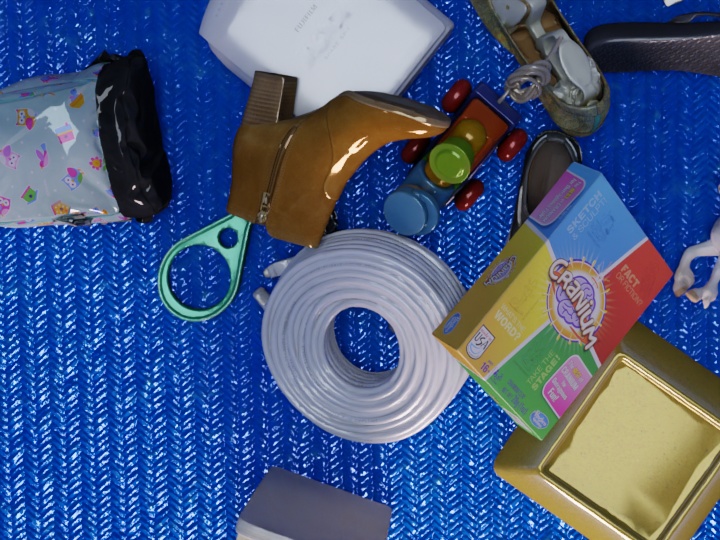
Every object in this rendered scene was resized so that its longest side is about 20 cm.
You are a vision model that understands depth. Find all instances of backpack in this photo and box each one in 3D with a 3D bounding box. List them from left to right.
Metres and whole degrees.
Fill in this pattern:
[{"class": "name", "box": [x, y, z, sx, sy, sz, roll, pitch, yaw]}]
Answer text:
[{"class": "backpack", "box": [-0.288, -0.114, 1.166, 0.198, 0.127, 0.169, -7, 97, 8]}]

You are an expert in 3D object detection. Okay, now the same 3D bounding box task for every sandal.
[{"class": "sandal", "box": [0.304, -0.213, 1.142, 0.198, 0.076, 0.043, 3, 68, 4]}]

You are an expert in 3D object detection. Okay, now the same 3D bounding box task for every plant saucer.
[{"class": "plant saucer", "box": [0.258, 0.167, 1.183, 0.199, 0.048, 0.201, 34, 95, 1]}]

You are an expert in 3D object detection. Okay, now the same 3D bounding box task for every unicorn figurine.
[{"class": "unicorn figurine", "box": [0.358, -0.014, 1.156, 0.200, 0.074, 0.138, 41, 87, -14]}]

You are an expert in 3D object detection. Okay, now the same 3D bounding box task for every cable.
[{"class": "cable", "box": [0.007, 0.060, 1.160, 0.199, 0.069, 0.201, -28, 98, 25]}]

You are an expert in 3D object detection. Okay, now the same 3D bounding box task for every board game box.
[{"class": "board game box", "box": [0.175, 0.029, 1.121, 0.200, 0.040, 0.153, -50, 126, -7]}]

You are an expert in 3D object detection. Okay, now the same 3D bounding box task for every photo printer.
[{"class": "photo printer", "box": [-0.038, -0.225, 1.165, 0.200, 0.069, 0.167, 40, 97, 1]}]

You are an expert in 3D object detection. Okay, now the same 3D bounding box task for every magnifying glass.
[{"class": "magnifying glass", "box": [-0.122, -0.038, 1.211, 0.079, 0.022, 0.201, 37, 95, 1]}]

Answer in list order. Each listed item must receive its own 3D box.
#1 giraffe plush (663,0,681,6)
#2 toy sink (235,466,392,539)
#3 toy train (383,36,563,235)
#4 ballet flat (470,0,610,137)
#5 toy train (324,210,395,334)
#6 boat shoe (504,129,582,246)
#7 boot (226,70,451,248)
[{"class": "giraffe plush", "box": [0.238, -0.329, 1.088, 0.172, 0.162, 0.200, -39, 90, 6]}, {"class": "toy sink", "box": [-0.052, 0.271, 1.140, 0.129, 0.200, 0.113, 18, 95, 2]}, {"class": "toy train", "box": [0.098, -0.118, 1.103, 0.085, 0.116, 0.200, 40, 128, 0]}, {"class": "ballet flat", "box": [0.163, -0.214, 1.137, 0.070, 0.071, 0.201, -32, 81, 6]}, {"class": "toy train", "box": [0.000, 0.000, 1.198, 0.200, 0.034, 0.046, 44, 100, 1]}, {"class": "boat shoe", "box": [0.172, -0.029, 1.166, 0.071, 0.068, 0.202, 4, 96, 3]}, {"class": "boot", "box": [-0.022, -0.089, 1.110, 0.199, 0.071, 0.146, 14, 103, 22]}]
